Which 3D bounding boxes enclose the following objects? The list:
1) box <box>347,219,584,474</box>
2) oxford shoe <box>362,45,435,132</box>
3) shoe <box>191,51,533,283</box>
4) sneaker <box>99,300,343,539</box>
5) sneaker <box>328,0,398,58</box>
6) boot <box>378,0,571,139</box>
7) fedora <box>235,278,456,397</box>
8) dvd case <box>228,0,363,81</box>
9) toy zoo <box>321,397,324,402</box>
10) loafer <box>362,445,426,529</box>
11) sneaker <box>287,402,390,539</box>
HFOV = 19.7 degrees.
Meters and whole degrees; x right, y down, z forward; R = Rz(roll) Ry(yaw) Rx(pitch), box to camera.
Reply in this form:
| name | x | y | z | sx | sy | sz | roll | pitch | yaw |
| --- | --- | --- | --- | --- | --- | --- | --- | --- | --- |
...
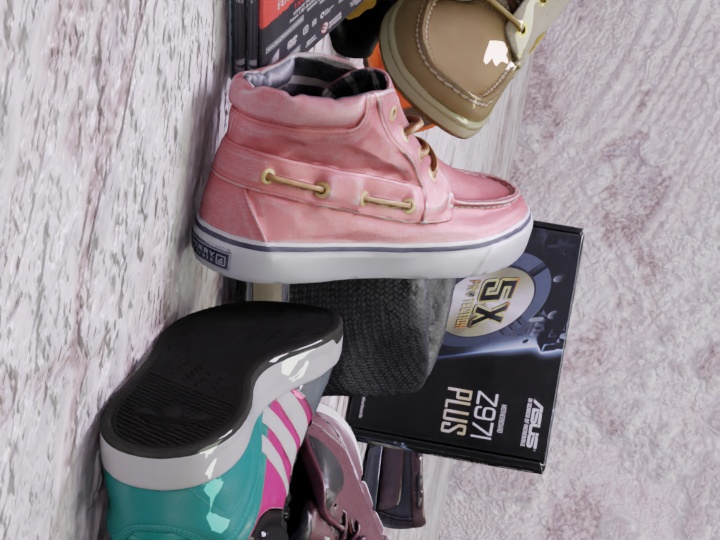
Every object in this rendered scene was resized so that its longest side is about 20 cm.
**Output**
| name | x | y | z | sx | sy | sz | roll | pitch | yaw |
| --- | --- | --- | --- | --- | --- | --- | --- | --- | --- |
| box | 0.088 | 0.055 | 1.701 | 0.086 | 0.164 | 0.200 | 62 | 39 | -80 |
| oxford shoe | 0.014 | -0.174 | 1.272 | 0.200 | 0.071 | 0.073 | 81 | -14 | -49 |
| shoe | 0.013 | -0.049 | 0.968 | 0.200 | 0.071 | 0.091 | -5 | 117 | -41 |
| sneaker | -0.055 | 0.093 | 0.896 | 0.200 | 0.084 | 0.121 | -45 | 140 | -65 |
| sneaker | 0.004 | -0.179 | 1.068 | 0.200 | 0.070 | 0.090 | 86 | 12 | -71 |
| boot | 0.092 | -0.161 | 1.049 | 0.155 | 0.072 | 0.200 | -42 | -167 | 32 |
| fedora | 0.000 | 0.000 | 1.101 | 0.201 | 0.092 | 0.201 | 7 | 90 | -75 |
| dvd case | -0.011 | -0.195 | 0.927 | 0.146 | 0.022 | 0.200 | -47 | 153 | -37 |
| toy zoo | -0.031 | 0.027 | 1.280 | 0.200 | 0.020 | 0.131 | 80 | 21 | -70 |
| loafer | 0.045 | 0.139 | 1.887 | 0.072 | 0.063 | 0.200 | 77 | 24 | -74 |
| sneaker | -0.017 | 0.172 | 1.174 | 0.200 | 0.076 | 0.116 | 64 | 9 | 6 |
